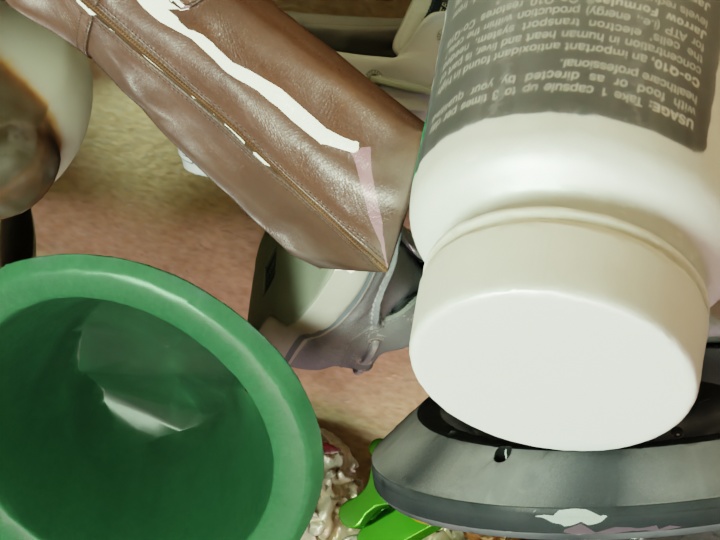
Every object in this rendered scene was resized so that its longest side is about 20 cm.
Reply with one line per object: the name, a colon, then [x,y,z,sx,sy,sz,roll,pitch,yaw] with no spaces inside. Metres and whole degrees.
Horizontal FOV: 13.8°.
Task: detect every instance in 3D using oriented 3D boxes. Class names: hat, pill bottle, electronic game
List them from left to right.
hat: [-0.075,0.028,1.234,0.165,0.176,0.200,26,129,0]
pill bottle: [0.078,-0.049,1.000,0.113,0.201,0.113,8,146,6]
electronic game: [0.103,0.062,1.062,0.199,0.200,0.042,-2,101,21]

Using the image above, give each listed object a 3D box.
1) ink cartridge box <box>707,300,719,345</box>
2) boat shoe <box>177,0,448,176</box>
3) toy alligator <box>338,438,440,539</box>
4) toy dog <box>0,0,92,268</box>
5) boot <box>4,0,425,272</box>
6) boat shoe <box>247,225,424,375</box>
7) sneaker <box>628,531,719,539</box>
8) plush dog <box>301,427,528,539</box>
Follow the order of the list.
ink cartridge box: [0.149,0.007,1.144,0.176,0.045,0.200,-5,165,27]
boat shoe: [0.027,-0.071,1.105,0.199,0.074,0.067,-3,108,3]
toy alligator: [0.031,0.083,1.240,0.199,0.054,0.059,-23,165,22]
toy dog: [-0.175,-0.035,1.167,0.193,0.140,0.200,26,141,-10]
boot: [-0.038,-0.096,1.020,0.200,0.064,0.186,44,150,3]
boat shoe: [0.000,0.001,1.210,0.071,0.070,0.201,7,167,-9]
sneaker: [0.150,0.095,1.324,0.199,0.076,0.091,18,175,-24]
plush dog: [0.044,0.173,1.386,0.160,0.201,0.172,-4,-174,-30]
